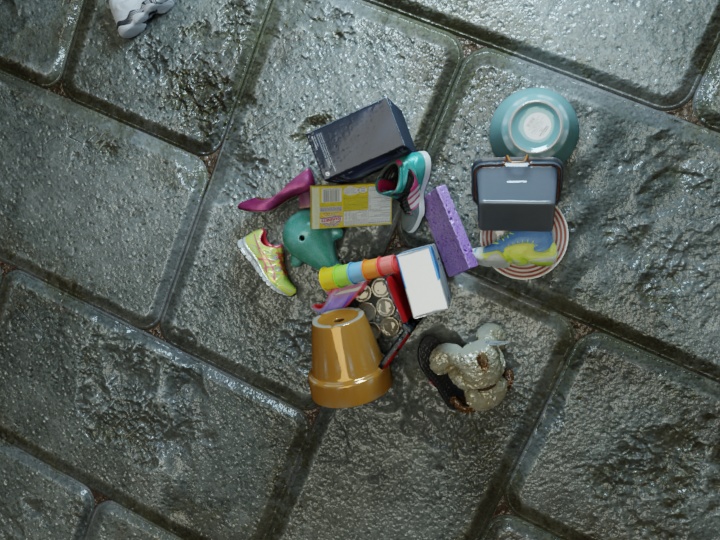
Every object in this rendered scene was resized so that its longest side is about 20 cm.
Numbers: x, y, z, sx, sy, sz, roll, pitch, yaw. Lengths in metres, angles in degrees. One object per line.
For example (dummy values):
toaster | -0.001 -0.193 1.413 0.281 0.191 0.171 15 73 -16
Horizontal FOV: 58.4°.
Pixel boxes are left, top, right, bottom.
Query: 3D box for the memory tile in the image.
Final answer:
memory tile | 0.039 0.097 1.599 0.199 0.017 0.154 -14 93 13

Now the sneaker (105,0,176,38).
sneaker | -0.557 -0.691 1.625 0.200 0.075 0.115 -32 91 17

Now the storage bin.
storage bin | 0.338 -0.163 1.391 0.199 0.135 0.146 1 133 12

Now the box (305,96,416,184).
box | 0.010 -0.288 1.472 0.198 0.200 0.124 -23 90 14

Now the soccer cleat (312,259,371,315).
soccer cleat | -0.036 0.044 1.568 0.076 0.067 0.200 37 107 -3

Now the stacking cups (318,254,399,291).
stacking cups | 0.000 0.000 1.495 0.199 0.060 0.061 -14 92 29

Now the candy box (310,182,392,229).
candy box | -0.021 -0.155 1.525 0.199 0.026 0.103 -5 112 -17

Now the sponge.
sponge | 0.202 -0.089 1.491 0.030 0.112 0.201 -20 87 -19

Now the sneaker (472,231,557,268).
sneaker | 0.347 -0.063 1.471 0.199 0.076 0.106 2 77 13

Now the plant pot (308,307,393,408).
plant pot | -0.037 0.194 1.515 0.199 0.200 0.184 -8 106 14

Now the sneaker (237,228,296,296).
sneaker | -0.219 -0.022 1.617 0.090 0.078 0.200 -40 88 7

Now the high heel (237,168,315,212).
high heel | -0.210 -0.198 1.599 0.199 0.067 0.097 -6 104 -1

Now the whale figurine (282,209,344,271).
whale figurine | -0.109 -0.053 1.573 0.159 0.104 0.200 -32 91 13

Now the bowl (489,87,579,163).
bowl | 0.386 -0.313 1.433 0.200 0.105 0.202 2 96 14

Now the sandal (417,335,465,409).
sandal | 0.190 0.248 1.560 0.075 0.045 0.200 -31 103 -14

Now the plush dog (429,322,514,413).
plush dog | 0.281 0.243 1.482 0.199 0.160 0.172 -24 113 -7

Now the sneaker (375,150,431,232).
sneaker | 0.090 -0.174 1.482 0.120 0.084 0.201 -10 122 -27

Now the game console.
game console | 0.071 0.110 1.482 0.119 0.200 0.173 37 103 7

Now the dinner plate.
dinner plate | 0.380 -0.079 1.499 0.199 0.024 0.201 1 97 12

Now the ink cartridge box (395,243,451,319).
ink cartridge box | 0.149 0.018 1.472 0.084 0.200 0.147 -17 92 12
